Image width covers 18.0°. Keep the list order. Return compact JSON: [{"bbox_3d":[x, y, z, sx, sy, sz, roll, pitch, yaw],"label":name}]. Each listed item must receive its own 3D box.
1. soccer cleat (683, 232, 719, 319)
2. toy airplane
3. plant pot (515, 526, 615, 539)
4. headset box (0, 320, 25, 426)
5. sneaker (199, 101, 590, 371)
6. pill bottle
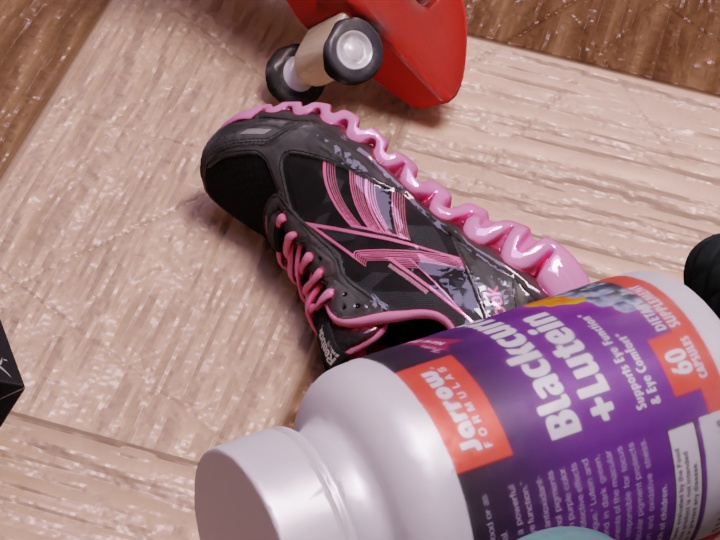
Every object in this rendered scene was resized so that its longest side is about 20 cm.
[{"bbox_3d":[0.178,0.059,0.937,0.081,0.068,0.200,-13,49,-23],"label":"soccer cleat"},{"bbox_3d":[-0.018,-0.194,1.088,0.141,0.200,0.200,-36,55,-26],"label":"toy airplane"},{"bbox_3d":[0.109,0.177,0.712,0.199,0.201,0.187,-27,37,-33],"label":"plant pot"},{"bbox_3d":[-0.234,-0.009,0.900,0.148,0.075,0.201,14,33,-37],"label":"headset box"},{"bbox_3d":[0.000,0.000,0.978,0.199,0.079,0.095,29,57,24],"label":"sneaker"},{"bbox_3d":[0.043,0.077,0.860,0.199,0.112,0.112,-17,47,-26],"label":"pill bottle"}]
